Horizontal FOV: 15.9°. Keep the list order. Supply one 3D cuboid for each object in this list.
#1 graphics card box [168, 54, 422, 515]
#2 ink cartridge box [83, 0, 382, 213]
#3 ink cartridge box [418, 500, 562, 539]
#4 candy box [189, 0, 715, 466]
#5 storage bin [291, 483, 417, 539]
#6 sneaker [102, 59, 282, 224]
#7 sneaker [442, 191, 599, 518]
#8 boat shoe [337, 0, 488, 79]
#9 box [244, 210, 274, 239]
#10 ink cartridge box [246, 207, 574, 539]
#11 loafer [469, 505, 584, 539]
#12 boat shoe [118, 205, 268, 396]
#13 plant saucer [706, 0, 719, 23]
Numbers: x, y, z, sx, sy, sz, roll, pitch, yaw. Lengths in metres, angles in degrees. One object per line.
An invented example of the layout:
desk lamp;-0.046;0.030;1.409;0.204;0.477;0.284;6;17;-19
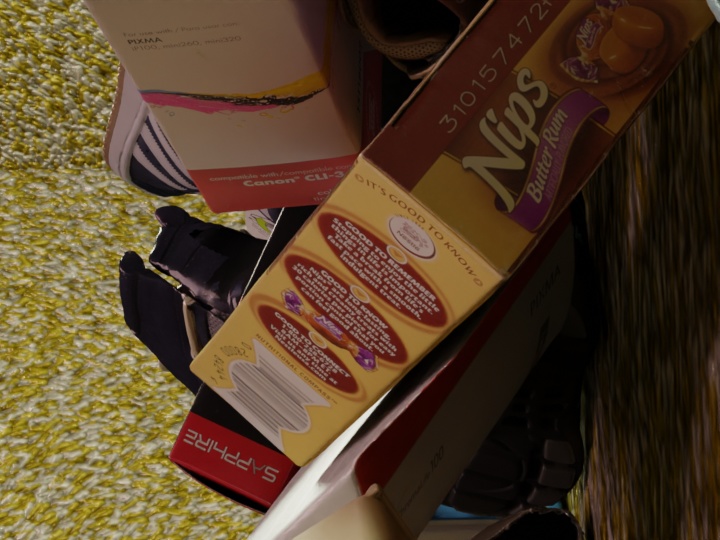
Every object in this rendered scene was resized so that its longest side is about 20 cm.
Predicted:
graphics card box;0.000;0.000;1.002;0.200;0.051;0.125;-64;-14;-3
ink cartridge box;-0.042;-0.114;0.854;0.200;0.067;0.117;62;-154;-64
ink cartridge box;0.049;0.143;1.274;0.200;0.086;0.147;-93;3;-68
candy box;0.023;-0.021;0.778;0.117;0.056;0.200;-50;-1;-25
storage bin;0.023;0.174;0.692;0.199;0.094;0.200;56;-179;-5
sneaker;-0.049;-0.052;1.108;0.070;0.108;0.200;-46;-9;-17
sneaker;0.068;0.036;1.095;0.200;0.075;0.079;105;176;-54
boat shoe;0.022;-0.104;0.849;0.074;0.076;0.200;-55;-17;-6
box;0.017;-0.082;1.232;0.200;0.035;0.110;-53;-11;-17
ink cartridge box;0.033;0.043;0.861;0.200;0.057;0.163;-42;8;48
loafer;0.025;0.155;1.055;0.200;0.075;0.070;-39;-19;-39
boat shoe;-0.045;0.045;1.145;0.075;0.093;0.200;-53;-28;-28
plant saucer;0.089;-0.147;0.503;0.200;0.036;0.200;178;90;-88
